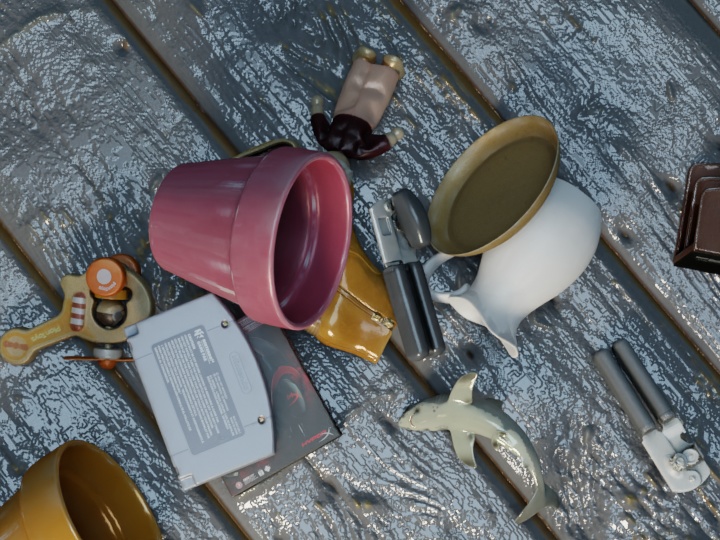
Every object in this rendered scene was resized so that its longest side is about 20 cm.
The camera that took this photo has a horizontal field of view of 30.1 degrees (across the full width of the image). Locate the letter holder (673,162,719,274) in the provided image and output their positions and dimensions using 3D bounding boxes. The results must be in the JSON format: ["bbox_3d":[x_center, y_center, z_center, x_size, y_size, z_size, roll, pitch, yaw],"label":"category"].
[{"bbox_3d":[0.495,-0.063,1.605,0.199,0.101,0.143,11,80,1],"label":"letter holder"}]

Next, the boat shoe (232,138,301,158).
[{"bbox_3d":[-0.157,-0.101,1.622,0.200,0.066,0.074,-37,84,-5],"label":"boat shoe"}]

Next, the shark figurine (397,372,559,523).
[{"bbox_3d":[0.165,0.190,1.582,0.214,0.089,0.128,35,117,12],"label":"shark figurine"}]

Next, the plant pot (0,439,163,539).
[{"bbox_3d":[-0.350,0.323,1.509,0.183,0.200,0.200,-32,83,10],"label":"plant pot"}]

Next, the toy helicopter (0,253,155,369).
[{"bbox_3d":[-0.338,0.070,1.605,0.200,0.079,0.133,-23,92,7],"label":"toy helicopter"}]

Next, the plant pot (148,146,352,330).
[{"bbox_3d":[-0.129,-0.046,1.504,0.179,0.200,0.200,11,81,24],"label":"plant pot"}]

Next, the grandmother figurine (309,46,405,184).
[{"bbox_3d":[-0.007,-0.174,1.612,0.121,0.061,0.200,15,63,20],"label":"grandmother figurine"}]

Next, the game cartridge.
[{"bbox_3d":[-0.176,0.134,1.529,0.133,0.040,0.200,-22,83,3],"label":"game cartridge"}]

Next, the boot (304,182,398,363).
[{"bbox_3d":[0.000,0.000,1.617,0.144,0.071,0.202,23,77,-8],"label":"boot"}]

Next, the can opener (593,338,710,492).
[{"bbox_3d":[0.345,0.177,1.594,0.053,0.066,0.200,-28,75,-6],"label":"can opener"}]

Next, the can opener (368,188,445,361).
[{"bbox_3d":[0.062,0.004,1.578,0.053,0.067,0.200,-10,80,-38],"label":"can opener"}]

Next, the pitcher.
[{"bbox_3d":[0.178,-0.020,1.596,0.171,0.121,0.200,32,81,32],"label":"pitcher"}]

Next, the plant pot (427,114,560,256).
[{"bbox_3d":[0.161,-0.095,1.577,0.027,0.200,0.200,37,82,-29],"label":"plant pot"}]

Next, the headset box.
[{"bbox_3d":[-0.133,0.144,1.583,0.148,0.075,0.200,-29,83,-3],"label":"headset box"}]
